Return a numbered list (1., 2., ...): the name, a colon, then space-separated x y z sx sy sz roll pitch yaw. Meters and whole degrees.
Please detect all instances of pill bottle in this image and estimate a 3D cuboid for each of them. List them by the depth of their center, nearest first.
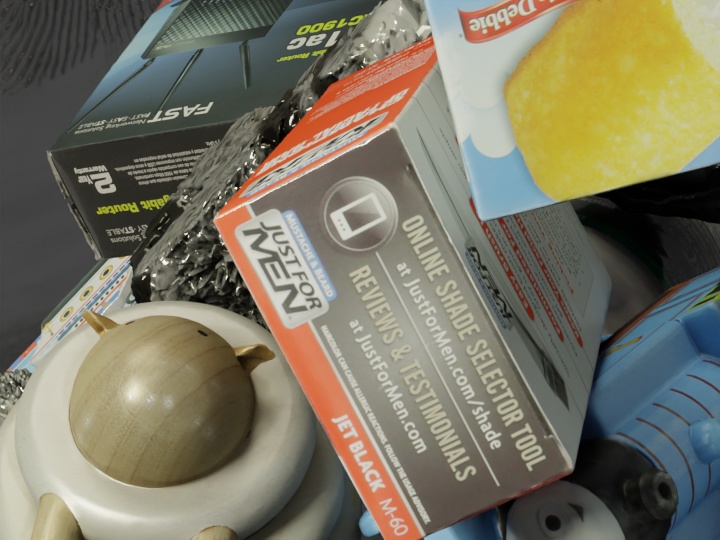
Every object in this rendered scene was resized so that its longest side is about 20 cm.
1. pill bottle: 0.102 0.007 1.032 0.112 0.114 0.200 -14 12 23

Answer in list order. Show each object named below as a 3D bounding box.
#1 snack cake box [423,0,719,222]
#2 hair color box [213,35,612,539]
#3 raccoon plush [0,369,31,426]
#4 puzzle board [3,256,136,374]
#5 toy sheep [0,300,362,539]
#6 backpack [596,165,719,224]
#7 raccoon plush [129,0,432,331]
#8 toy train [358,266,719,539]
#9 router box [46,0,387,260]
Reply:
1. snack cake box: 0.126 -0.073 0.656 0.199 0.068 0.115 -14 4 15
2. hair color box: 0.024 -0.004 0.765 0.064 0.111 0.200 -26 8 13
3. raccoon plush: -0.129 0.085 0.953 0.199 0.098 0.134 8 -4 -23
4. puzzle board: -0.132 0.055 1.130 0.200 0.017 0.151 -46 29 0
5. toy sheep: -0.062 0.088 0.811 0.137 0.201 0.139 2 51 -2
6. backpack: 0.155 -0.073 0.895 0.166 0.128 0.200 11 -3 -32
7. raccoon plush: 0.000 0.000 0.955 0.200 0.134 0.097 -35 20 48
8. toy train: 0.084 0.064 0.810 0.114 0.087 0.200 -30 1 41
9. router box: -0.019 -0.082 1.074 0.199 0.062 0.150 -8 33 29
